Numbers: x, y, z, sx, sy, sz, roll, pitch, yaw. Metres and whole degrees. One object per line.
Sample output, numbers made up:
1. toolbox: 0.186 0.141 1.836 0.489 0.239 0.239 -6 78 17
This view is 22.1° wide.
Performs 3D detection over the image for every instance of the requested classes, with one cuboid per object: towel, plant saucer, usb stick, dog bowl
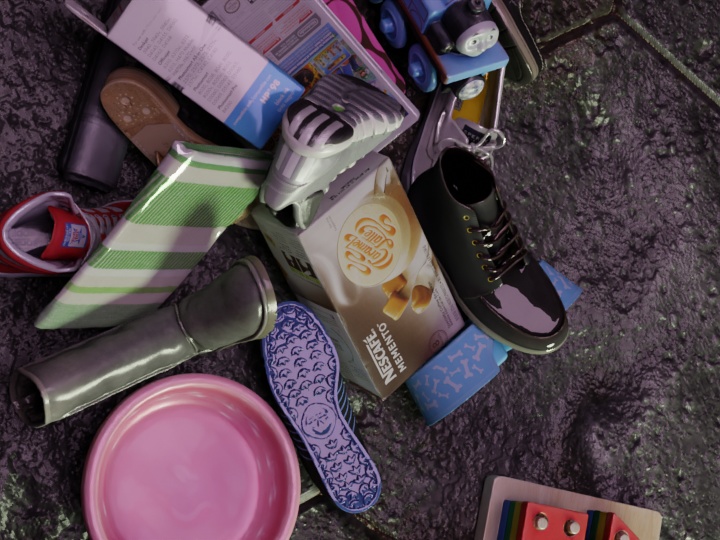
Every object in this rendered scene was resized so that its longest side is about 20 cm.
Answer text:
1. towel: -0.167 -0.027 1.528 0.023 0.200 0.152 50 21 19
2. plant saucer: -0.152 0.190 1.612 0.200 0.051 0.201 2 86 -27
3. usb stick: -0.214 -0.165 1.613 0.055 0.033 0.200 19 78 -21
4. dog bowl: 0.121 0.063 1.724 0.200 0.111 0.050 -40 90 -22

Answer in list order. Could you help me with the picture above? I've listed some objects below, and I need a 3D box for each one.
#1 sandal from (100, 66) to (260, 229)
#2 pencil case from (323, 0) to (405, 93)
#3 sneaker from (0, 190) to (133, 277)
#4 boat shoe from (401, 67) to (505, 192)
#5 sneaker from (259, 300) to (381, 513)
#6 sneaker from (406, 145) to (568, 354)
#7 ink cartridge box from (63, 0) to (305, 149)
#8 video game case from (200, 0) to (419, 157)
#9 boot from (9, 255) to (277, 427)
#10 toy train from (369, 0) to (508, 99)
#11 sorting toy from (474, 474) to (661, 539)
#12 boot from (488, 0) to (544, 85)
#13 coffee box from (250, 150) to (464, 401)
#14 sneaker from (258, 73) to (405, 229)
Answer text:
1. sandal: -0.151 -0.080 1.592 0.212 0.078 0.070 44 39 -29
2. pencil case: -0.037 -0.221 1.675 0.094 0.091 0.200 -40 106 -30
3. sneaker: -0.223 -0.029 1.555 0.200 0.112 0.071 -6 86 -26
4. boat shoe: 0.100 -0.121 1.733 0.075 0.086 0.202 22 77 -23
5. sneaker: -0.043 0.123 1.654 0.070 0.078 0.200 -21 94 -13
6. sneaker: 0.118 -0.015 1.640 0.075 0.106 0.200 -40 83 -22
7. ink cartridge box: -0.149 -0.192 1.552 0.200 0.116 0.067 36 94 -14
8. video game case: -0.065 -0.169 1.640 0.143 0.018 0.200 -38 103 19
9. boot: -0.183 0.061 1.542 0.200 0.182 0.073 -15 74 -29
10. toy train: 0.064 -0.253 1.683 0.087 0.114 0.200 -18 66 -22
11. sorting toy: 0.203 0.313 1.767 0.198 0.070 0.200 15 80 -25
12. boot: 0.155 -0.296 1.782 0.151 0.073 0.200 -35 97 -23
13. coffee box: 0.000 0.000 1.642 0.114 0.080 0.200 -40 127 -21
14. sneaker: -0.036 -0.095 1.551 0.075 0.200 0.116 33 113 12
